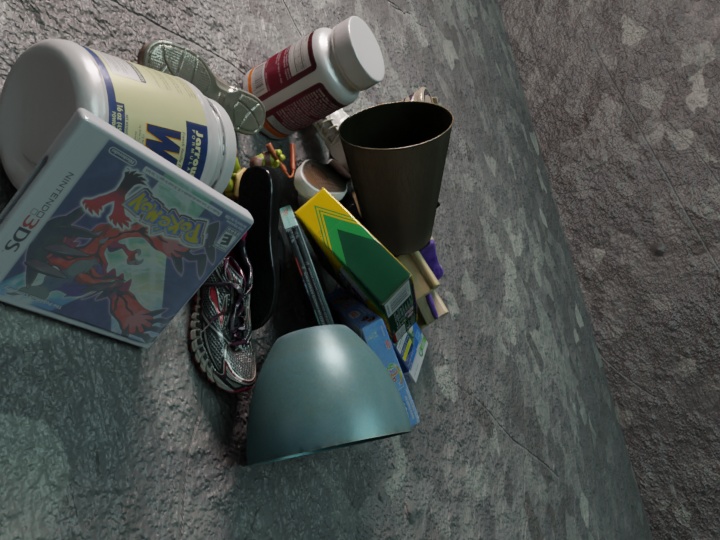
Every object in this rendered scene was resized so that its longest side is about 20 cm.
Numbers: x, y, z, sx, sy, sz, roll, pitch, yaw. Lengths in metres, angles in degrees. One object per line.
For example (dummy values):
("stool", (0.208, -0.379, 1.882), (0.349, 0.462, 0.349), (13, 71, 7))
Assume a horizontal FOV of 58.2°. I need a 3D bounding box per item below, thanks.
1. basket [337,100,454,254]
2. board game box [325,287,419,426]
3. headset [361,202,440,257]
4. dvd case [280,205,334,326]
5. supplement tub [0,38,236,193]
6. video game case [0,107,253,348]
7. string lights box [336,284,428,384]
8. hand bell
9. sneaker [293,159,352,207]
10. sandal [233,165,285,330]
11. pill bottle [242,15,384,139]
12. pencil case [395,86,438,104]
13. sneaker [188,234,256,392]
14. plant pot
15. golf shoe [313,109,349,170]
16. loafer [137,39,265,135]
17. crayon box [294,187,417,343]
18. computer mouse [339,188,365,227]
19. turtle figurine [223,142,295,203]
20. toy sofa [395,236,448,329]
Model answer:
("basket", (0.060, -0.139, 1.018), (0.137, 0.175, 0.204), (-113, -167, -48))
("board game box", (0.011, 0.118, 0.915), (0.155, 0.036, 0.200), (70, -13, -15))
("headset", (0.073, -0.083, 1.208), (0.199, 0.092, 0.126), (-37, 107, -48))
("dvd case", (-0.066, 0.019, 0.888), (0.146, 0.021, 0.205), (-124, -165, -73))
("supplement tub", (-0.234, -0.132, 0.647), (0.198, 0.142, 0.149), (-2, 76, -60))
("video game case", (-0.221, -0.023, 0.592), (0.199, 0.183, 0.023), (31, 15, -50))
("string lights box", (0.036, 0.086, 1.087), (0.202, 0.058, 0.104), (59, 33, -23))
("hand bell", (0.035, -0.191, 1.092), (0.203, 0.101, 0.106), (93, 7, -47))
("sneaker", (-0.065, -0.114, 0.975), (0.073, 0.085, 0.200), (44, 16, 3))
("sandal", (-0.119, -0.025, 0.805), (0.048, 0.074, 0.207), (-5, 104, -56))
("pill bottle", (-0.069, -0.285, 0.961), (0.114, 0.196, 0.117), (35, 46, -46))
("pencil case", (0.045, -0.251, 1.143), (0.079, 0.196, 0.090), (59, 26, -26))
("sneaker", (-0.158, 0.041, 0.759), (0.080, 0.073, 0.206), (-3, 78, -60))
("plant pot", (-0.047, 0.143, 0.771), (0.198, 0.196, 0.139), (12, 61, -57))
("golf shoe", (-0.057, -0.248, 1.079), (0.090, 0.075, 0.203), (5, 49, -46))
("loafer", (-0.212, -0.232, 0.844), (0.198, 0.062, 0.074), (22, 88, -51))
("crayon box", (0.000, 0.000, 0.899), (0.172, 0.058, 0.201), (45, -9, 19))
("computer mouse", (-0.012, -0.073, 1.057), (0.202, 0.033, 0.060), (-110, -178, -52))
("turtle figurine", (-0.158, -0.123, 0.845), (0.204, 0.063, 0.162), (-66, 150, -22))
("toy sofa", (0.115, 0.027, 1.141), (0.084, 0.096, 0.200), (59, 1, 21))
